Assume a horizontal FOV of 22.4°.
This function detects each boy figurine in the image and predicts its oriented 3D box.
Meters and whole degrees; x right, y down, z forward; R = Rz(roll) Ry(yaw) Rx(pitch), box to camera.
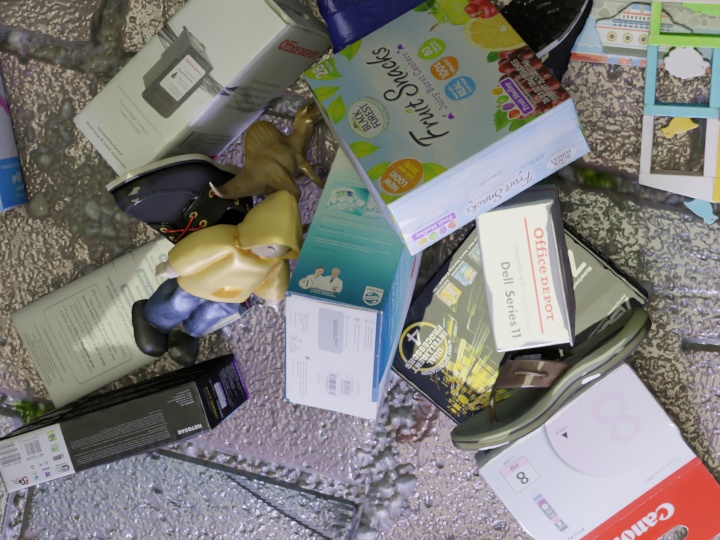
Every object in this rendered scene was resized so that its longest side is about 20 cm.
[{"bbox_3d":[-0.108,0.005,1.552,0.200,0.124,0.065,-38,45,35],"label":"boy figurine"}]

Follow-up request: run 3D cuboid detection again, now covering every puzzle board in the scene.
[{"bbox_3d":[0.283,-0.249,1.575,0.198,0.017,0.152,7,98,9],"label":"puzzle board"}]

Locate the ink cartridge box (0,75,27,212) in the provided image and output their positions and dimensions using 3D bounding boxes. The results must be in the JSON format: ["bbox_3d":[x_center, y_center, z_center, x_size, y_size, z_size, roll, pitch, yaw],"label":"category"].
[{"bbox_3d":[-0.401,-0.143,1.669,0.143,0.085,0.202,-10,97,10],"label":"ink cartridge box"}]

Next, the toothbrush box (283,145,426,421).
[{"bbox_3d":[0.000,0.000,1.541,0.085,0.201,0.147,11,139,7],"label":"toothbrush box"}]

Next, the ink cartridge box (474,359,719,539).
[{"bbox_3d":[0.222,0.194,1.603,0.162,0.057,0.200,-37,98,8],"label":"ink cartridge box"}]

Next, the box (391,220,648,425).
[{"bbox_3d":[0.133,0.046,1.623,0.161,0.049,0.200,40,102,-1],"label":"box"}]

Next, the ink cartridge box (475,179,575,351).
[{"bbox_3d":[0.136,-0.003,1.489,0.067,0.200,0.118,-9,97,8],"label":"ink cartridge box"}]

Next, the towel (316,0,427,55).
[{"bbox_3d":[0.030,-0.242,1.594,0.147,0.050,0.201,-21,94,-12],"label":"towel"}]

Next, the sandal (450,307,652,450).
[{"bbox_3d":[0.157,0.086,1.564,0.200,0.080,0.057,-37,100,2],"label":"sandal"}]

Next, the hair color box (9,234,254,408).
[{"bbox_3d":[-0.210,0.037,1.673,0.199,0.061,0.100,-26,93,12],"label":"hair color box"}]

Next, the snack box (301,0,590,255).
[{"bbox_3d":[0.065,-0.129,1.472,0.168,0.200,0.068,-29,132,-1],"label":"snack box"}]

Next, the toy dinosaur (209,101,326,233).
[{"bbox_3d":[-0.077,-0.079,1.592,0.058,0.200,0.102,-16,109,39],"label":"toy dinosaur"}]

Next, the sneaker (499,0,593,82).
[{"bbox_3d":[0.138,-0.158,1.573,0.076,0.088,0.200,26,72,42],"label":"sneaker"}]

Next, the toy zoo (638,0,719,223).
[{"bbox_3d":[0.309,-0.140,1.573,0.130,0.020,0.202,3,106,9],"label":"toy zoo"}]

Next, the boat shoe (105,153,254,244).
[{"bbox_3d":[-0.145,-0.057,1.550,0.073,0.201,0.064,-23,79,20],"label":"boat shoe"}]

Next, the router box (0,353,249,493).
[{"bbox_3d":[-0.213,0.136,1.641,0.199,0.149,0.051,-17,94,12],"label":"router box"}]

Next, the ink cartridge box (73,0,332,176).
[{"bbox_3d":[-0.133,-0.168,1.588,0.200,0.145,0.083,-44,81,12],"label":"ink cartridge box"}]
